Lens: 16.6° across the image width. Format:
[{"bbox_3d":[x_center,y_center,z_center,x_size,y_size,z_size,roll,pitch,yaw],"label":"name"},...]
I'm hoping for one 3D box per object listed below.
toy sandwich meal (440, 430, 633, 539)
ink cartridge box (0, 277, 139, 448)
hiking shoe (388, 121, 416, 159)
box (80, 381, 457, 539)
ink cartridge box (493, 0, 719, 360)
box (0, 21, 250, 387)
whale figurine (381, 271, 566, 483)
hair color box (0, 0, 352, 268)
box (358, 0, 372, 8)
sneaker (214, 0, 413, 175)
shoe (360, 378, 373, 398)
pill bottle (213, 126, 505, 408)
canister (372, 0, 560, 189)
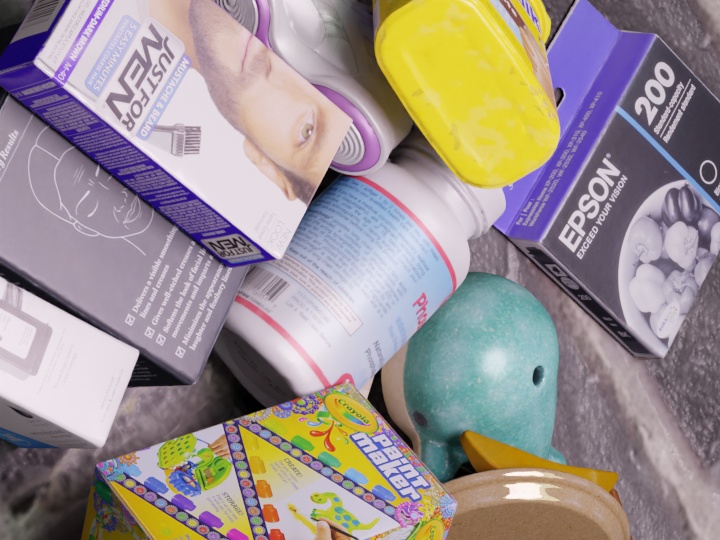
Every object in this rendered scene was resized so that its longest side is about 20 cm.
[{"bbox_3d":[0.097,0.182,1.692,0.205,0.205,0.070,23,37,-31],"label":"toy sandwich meal"},{"bbox_3d":[-0.248,0.037,1.477,0.200,0.116,0.068,30,70,-28],"label":"ink cartridge box"},{"bbox_3d":[-0.048,-0.116,1.658,0.199,0.074,0.087,31,73,-17],"label":"hiking shoe"},{"bbox_3d":[-0.068,0.203,1.525,0.192,0.122,0.201,-16,137,-34],"label":"box"},{"bbox_3d":[0.194,-0.071,1.831,0.200,0.043,0.199,41,66,-24],"label":"ink cartridge box"},{"bbox_3d":[-0.173,-0.038,1.539,0.200,0.107,0.149,36,68,-28],"label":"box"},{"bbox_3d":[0.099,0.095,1.712,0.159,0.103,0.201,-48,125,-32],"label":"whale figurine"},{"bbox_3d":[-0.111,-0.103,1.485,0.200,0.065,0.110,39,65,-27],"label":"hair color box"},{"bbox_3d":[-0.008,-0.169,1.702,0.039,0.041,0.200,-49,113,-27],"label":"box"},{"bbox_3d":[-0.039,-0.155,1.599,0.200,0.075,0.100,52,42,-5],"label":"sneaker"},{"bbox_3d":[-0.023,0.060,1.674,0.070,0.053,0.201,16,71,-2],"label":"shoe"},{"bbox_3d":[0.000,0.000,1.610,0.200,0.109,0.109,-45,111,-17],"label":"pill bottle"},{"bbox_3d":[0.065,-0.155,1.595,0.149,0.086,0.200,54,16,-24],"label":"canister"}]
